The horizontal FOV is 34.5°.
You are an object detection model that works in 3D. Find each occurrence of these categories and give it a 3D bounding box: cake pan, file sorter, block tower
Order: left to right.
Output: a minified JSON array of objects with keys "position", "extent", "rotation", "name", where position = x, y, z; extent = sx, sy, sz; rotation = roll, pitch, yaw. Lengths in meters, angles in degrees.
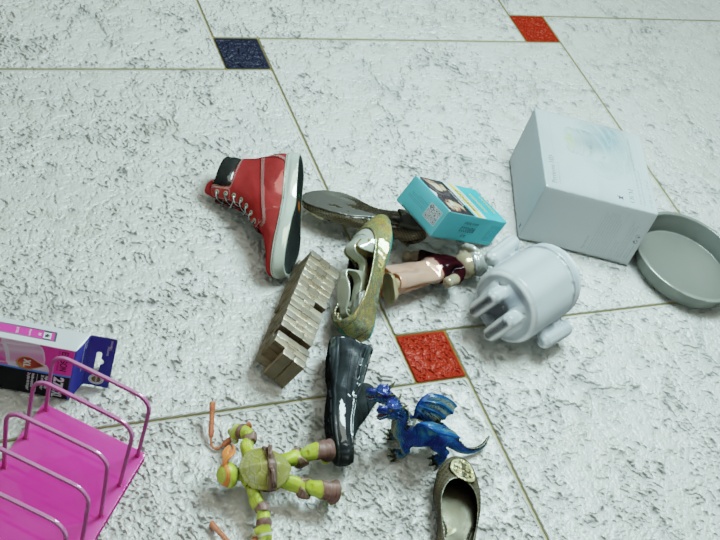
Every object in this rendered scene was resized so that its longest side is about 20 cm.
[{"position":[-0.331,0.214,1.264],"extent":[0.137,0.126,0.201],"rotation":[25,43,2],"name":"file sorter"},{"position":[-0.083,0.059,1.561],"extent":[0.054,0.058,0.202],"rotation":[35,40,-15],"name":"block tower"},{"position":[0.537,-0.014,1.916],"extent":[0.197,0.037,0.202],"rotation":[12,44,-12],"name":"cake pan"}]

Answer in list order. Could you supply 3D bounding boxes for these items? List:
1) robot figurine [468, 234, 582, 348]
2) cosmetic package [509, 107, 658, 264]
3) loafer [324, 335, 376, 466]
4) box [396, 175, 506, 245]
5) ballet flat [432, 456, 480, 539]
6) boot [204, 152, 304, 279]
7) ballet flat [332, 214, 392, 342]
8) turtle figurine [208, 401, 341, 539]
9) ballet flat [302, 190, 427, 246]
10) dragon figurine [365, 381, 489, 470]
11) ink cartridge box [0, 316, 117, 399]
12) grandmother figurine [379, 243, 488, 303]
[{"position":[0.246,0.030,1.694],"extent":[0.198,0.113,0.172],"rotation":[-26,85,-39],"name":"robot figurine"},{"position":[0.361,-0.140,1.904],"extent":[0.196,0.124,0.202],"rotation":[11,44,-10],"name":"cosmetic package"},{"position":[-0.011,0.164,1.489],"extent":[0.069,0.069,0.202],"rotation":[6,42,-5],"name":"loafer"},{"position":[0.140,-0.089,1.751],"extent":[0.082,0.049,0.199],"rotation":[48,21,24],"name":"box"},{"position":[0.117,0.308,1.413],"extent":[0.066,0.047,0.202],"rotation":[21,46,-7],"name":"ballet flat"},{"position":[-0.158,-0.077,1.674],"extent":[0.141,0.073,0.203],"rotation":[-2,60,7],"name":"boot"},{"position":[0.000,0.000,1.614],"extent":[0.069,0.071,0.203],"rotation":[15,65,-8],"name":"ballet flat"},{"position":[-0.107,0.232,1.385],"extent":[0.158,0.065,0.202],"rotation":[1,48,-22],"name":"turtle figurine"},{"position":[0.005,-0.076,1.742],"extent":[0.196,0.047,0.068],"rotation":[12,34,-7],"name":"ballet flat"},{"position":[0.092,0.198,1.475],"extent":[0.196,0.100,0.060],"rotation":[13,44,-16],"name":"dragon figurine"},{"position":[-0.391,0.103,1.367],"extent":[0.196,0.095,0.038],"rotation":[10,44,-14],"name":"ink cartridge box"},{"position":[0.105,0.000,1.707],"extent":[0.197,0.061,0.121],"rotation":[-10,38,-33],"name":"grandmother figurine"}]
